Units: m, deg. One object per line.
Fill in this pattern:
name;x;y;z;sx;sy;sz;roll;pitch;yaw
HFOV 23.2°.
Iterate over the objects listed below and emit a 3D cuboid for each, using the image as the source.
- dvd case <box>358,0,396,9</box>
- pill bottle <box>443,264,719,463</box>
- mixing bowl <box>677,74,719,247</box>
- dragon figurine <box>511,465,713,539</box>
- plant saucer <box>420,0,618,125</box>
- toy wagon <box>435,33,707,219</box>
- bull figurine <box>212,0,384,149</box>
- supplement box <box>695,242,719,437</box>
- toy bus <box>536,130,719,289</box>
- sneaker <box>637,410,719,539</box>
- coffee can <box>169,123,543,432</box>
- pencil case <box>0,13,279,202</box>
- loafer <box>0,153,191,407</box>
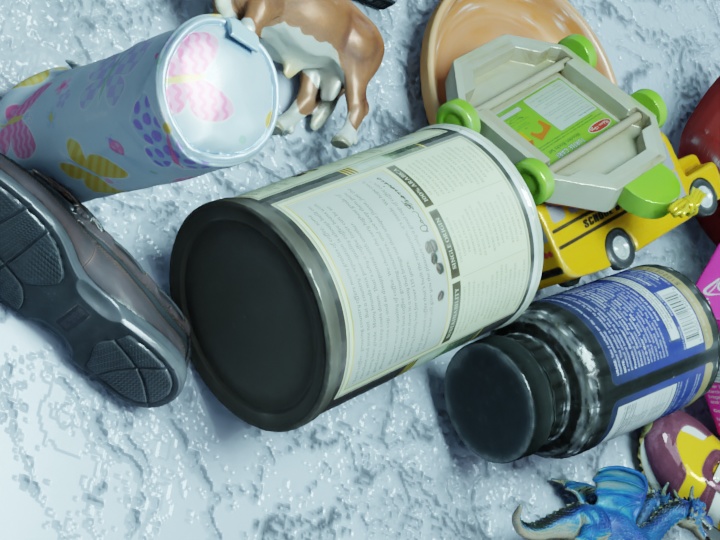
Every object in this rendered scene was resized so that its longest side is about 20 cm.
dvd case;-0.054;-0.285;1.247;0.199;0.025;0.151;16;67;-34
pill bottle;0.158;0.069;1.251;0.199;0.112;0.113;-16;86;-41
mixing bowl;0.324;-0.076;1.400;0.108;0.200;0.201;-30;97;-8
dragon figurine;0.172;0.175;1.265;0.199;0.059;0.100;28;61;-30
plant saucer;0.118;-0.127;1.329;0.199;0.037;0.201;14;68;-36
toy wagon;0.152;-0.092;1.233;0.200;0.040;0.155;41;47;20
bull figurine;-0.058;-0.168;1.171;0.200;0.065;0.122;31;64;-37
supplement box;0.332;0.081;1.356;0.101;0.103;0.201;-51;131;-36
toy bus;0.182;-0.045;1.289;0.200;0.065;0.079;-29;95;-39
sneaker;0.297;0.176;1.344;0.200;0.090;0.075;48;53;-17
coffee can;0.000;0.000;1.122;0.199;0.146;0.147;-22;91;-41
pencil case;-0.132;-0.089;1.013;0.083;0.199;0.091;45;61;-27
loafer;-0.174;-0.003;1.046;0.200;0.072;0.063;49;32;-24
